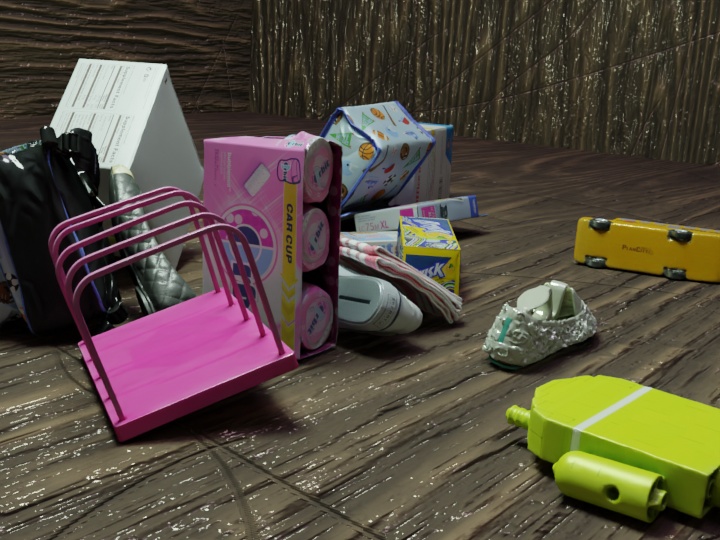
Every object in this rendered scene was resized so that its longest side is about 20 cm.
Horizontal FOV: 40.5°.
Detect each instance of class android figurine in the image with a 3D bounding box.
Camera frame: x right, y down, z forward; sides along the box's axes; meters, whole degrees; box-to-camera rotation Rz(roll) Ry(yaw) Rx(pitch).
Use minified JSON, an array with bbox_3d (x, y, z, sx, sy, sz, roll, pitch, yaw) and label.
[{"bbox_3d":[0.200,0.120,0.680,0.199,0.041,0.182,13,17,35],"label":"android figurine"}]

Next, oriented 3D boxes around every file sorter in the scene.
[{"bbox_3d":[-0.160,0.018,0.767,0.139,0.126,0.200,-22,21,-17],"label":"file sorter"}]

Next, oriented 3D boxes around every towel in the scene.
[{"bbox_3d":[0.000,0.000,1.047,0.146,0.030,0.200,32,-11,-39],"label":"towel"}]

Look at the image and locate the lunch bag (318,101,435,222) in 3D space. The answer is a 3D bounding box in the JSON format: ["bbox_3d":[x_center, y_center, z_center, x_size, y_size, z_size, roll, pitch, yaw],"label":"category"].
[{"bbox_3d":[-0.003,-0.148,1.511,0.124,0.200,0.170,49,33,18],"label":"lunch bag"}]

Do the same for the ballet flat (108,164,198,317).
[{"bbox_3d":[-0.210,-0.024,0.972,0.057,0.067,0.200,-17,63,-19],"label":"ballet flat"}]

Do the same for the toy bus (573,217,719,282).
[{"bbox_3d":[0.399,-0.032,1.335,0.199,0.065,0.078,9,14,25],"label":"toy bus"}]

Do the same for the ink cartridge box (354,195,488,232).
[{"bbox_3d":[0.097,-0.086,1.498,0.119,0.042,0.200,-5,3,38],"label":"ink cartridge box"}]

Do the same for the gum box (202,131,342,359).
[{"bbox_3d":[-0.082,-0.030,0.901,0.113,0.201,0.066,9,14,30],"label":"gum box"}]

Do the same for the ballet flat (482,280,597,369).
[{"bbox_3d":[0.185,0.045,0.952,0.072,0.072,0.200,11,14,30],"label":"ballet flat"}]

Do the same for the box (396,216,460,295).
[{"bbox_3d":[0.081,-0.019,1.201,0.070,0.065,0.200,4,12,0],"label":"box"}]

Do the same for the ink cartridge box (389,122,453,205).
[{"bbox_3d":[0.064,-0.185,1.732,0.144,0.148,0.200,8,13,22],"label":"ink cartridge box"}]

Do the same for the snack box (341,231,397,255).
[{"bbox_3d":[0.003,-0.037,1.344,0.199,0.024,0.072,-2,14,-24],"label":"snack box"}]

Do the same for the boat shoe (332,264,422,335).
[{"bbox_3d":[-0.019,0.034,0.978,0.067,0.074,0.200,28,-5,-37],"label":"boat shoe"}]

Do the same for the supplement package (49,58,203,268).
[{"bbox_3d":[-0.272,-0.119,1.144,0.110,0.156,0.200,5,-32,10],"label":"supplement package"}]

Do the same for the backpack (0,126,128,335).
[{"bbox_3d":[-0.310,-0.034,0.948,0.153,0.201,0.191,-11,11,-4],"label":"backpack"}]
